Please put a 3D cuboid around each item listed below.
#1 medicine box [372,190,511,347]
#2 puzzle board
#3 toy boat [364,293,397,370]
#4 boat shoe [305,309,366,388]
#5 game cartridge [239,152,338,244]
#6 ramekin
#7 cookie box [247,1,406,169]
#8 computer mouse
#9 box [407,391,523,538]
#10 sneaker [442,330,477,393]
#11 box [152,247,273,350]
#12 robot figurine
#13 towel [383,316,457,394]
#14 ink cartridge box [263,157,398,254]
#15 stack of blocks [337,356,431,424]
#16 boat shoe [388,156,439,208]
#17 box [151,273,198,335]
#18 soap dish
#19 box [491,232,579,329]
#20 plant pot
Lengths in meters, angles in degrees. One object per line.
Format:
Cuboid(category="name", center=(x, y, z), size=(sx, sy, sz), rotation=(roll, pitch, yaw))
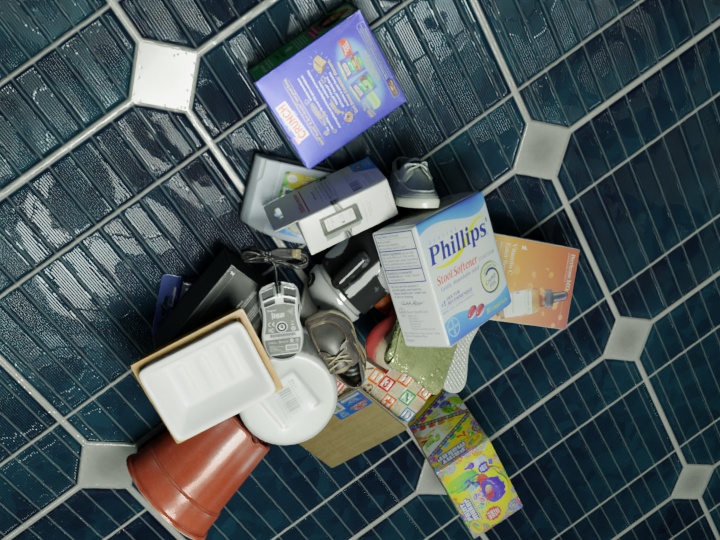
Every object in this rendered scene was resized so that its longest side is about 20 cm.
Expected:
Cuboid(category="medicine box", center=(0.137, -0.003, 1.371), size=(0.180, 0.102, 0.204), rotation=(-28, 106, -40))
Cuboid(category="puzzle board", center=(-0.030, 0.302, 1.606), size=(0.198, 0.018, 0.150), rotation=(-33, 123, 26))
Cuboid(category="toy boat", center=(0.069, 0.079, 1.524), size=(0.200, 0.129, 0.132), rotation=(-46, 157, -33))
Cuboid(category="boat shoe", center=(-0.032, 0.136, 1.411), size=(0.073, 0.074, 0.201), rotation=(-25, 142, 10))
Cuboid(category="game cartridge", center=(-0.101, -0.115, 1.423), size=(0.195, 0.041, 0.136), rotation=(9, 114, -22))
Cuboid(category="ramekin", center=(-0.131, 0.206, 1.472), size=(0.195, 0.098, 0.206), rotation=(-3, 110, -8))
Cuboid(category="cookie box", center=(-0.053, -0.294, 1.333), size=(0.198, 0.075, 0.173), rotation=(-34, 120, -2))
Cuboid(category="computer mouse", center=(-0.135, 0.052, 1.359), size=(0.107, 0.044, 0.205), rotation=(-5, 116, -8))
Cuboid(category="box", center=(0.201, 0.377, 1.657), size=(0.120, 0.193, 0.202), rotation=(-30, 120, -2))
Cuboid(category="sneaker", center=(0.175, 0.129, 1.609), size=(0.077, 0.079, 0.205), rotation=(18, 82, -24))
Cuboid(category="box", center=(-0.235, 0.088, 1.409), size=(0.140, 0.079, 0.201), rotation=(37, 98, -33))
Cuboid(category="robot figurine", center=(-0.001, -0.001, 1.439), size=(0.199, 0.125, 0.150), rotation=(-41, 134, 4))
Cuboid(category="towel", center=(0.117, 0.096, 1.436), size=(0.147, 0.036, 0.204), rotation=(34, 64, -33))
Cuboid(category="ink cartridge box", center=(-0.051, -0.099, 1.361), size=(0.196, 0.116, 0.069), rotation=(-25, 120, -5))
Cuboid(category="stack of blocks", center=(0.033, 0.213, 1.602), size=(0.199, 0.059, 0.116), rotation=(35, 99, -28))
Cuboid(category="boat shoe", center=(0.083, -0.150, 1.377), size=(0.068, 0.201, 0.073), rotation=(-1, 106, -10))
Cuboid(category="box", center=(-0.258, 0.079, 1.460), size=(0.195, 0.032, 0.124), rotation=(9, 111, -21))
Cuboid(category="soap dish", center=(-0.243, 0.164, 1.338), size=(0.197, 0.081, 0.160), rotation=(-27, 112, -2))
Cuboid(category="box", center=(0.287, 0.015, 1.549), size=(0.195, 0.106, 0.156), rotation=(8, 94, -21))
Cuboid(category="plant pot", center=(-0.278, 0.334, 1.489), size=(0.195, 0.200, 0.201), rotation=(-45, 120, -4))
